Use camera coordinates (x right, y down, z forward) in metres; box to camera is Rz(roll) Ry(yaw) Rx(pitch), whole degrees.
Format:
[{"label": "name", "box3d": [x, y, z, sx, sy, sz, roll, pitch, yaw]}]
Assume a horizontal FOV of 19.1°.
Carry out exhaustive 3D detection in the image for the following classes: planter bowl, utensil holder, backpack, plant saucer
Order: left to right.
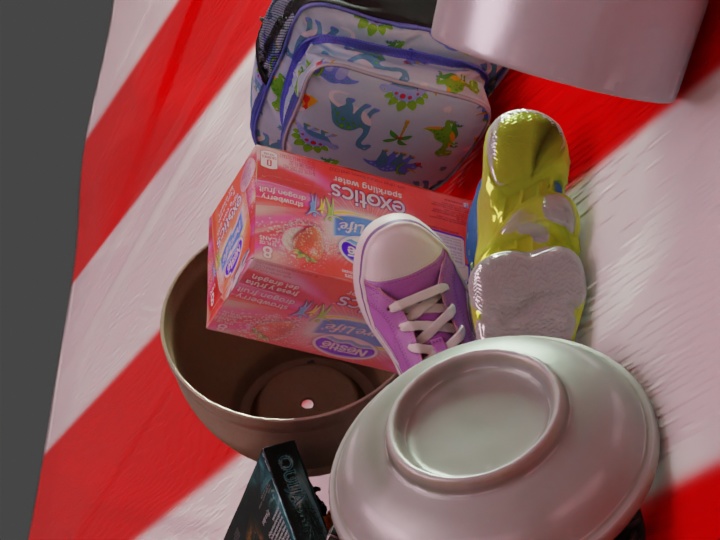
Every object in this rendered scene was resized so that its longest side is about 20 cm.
[{"label": "planter bowl", "box3d": [-0.044, 0.074, 1.645, 0.135, 0.200, 0.200, 82, -176, -50]}, {"label": "backpack", "box3d": [0.006, -0.140, 1.609, 0.200, 0.183, 0.147, 121, 157, -55]}, {"label": "plant saucer", "box3d": [0.072, 0.099, 1.244, 0.200, 0.200, 0.050, -100, -8, -51]}, {"label": "utensil holder", "box3d": [0.141, -0.218, 1.287, 0.170, 0.170, 0.200, -131, 54, -68]}]

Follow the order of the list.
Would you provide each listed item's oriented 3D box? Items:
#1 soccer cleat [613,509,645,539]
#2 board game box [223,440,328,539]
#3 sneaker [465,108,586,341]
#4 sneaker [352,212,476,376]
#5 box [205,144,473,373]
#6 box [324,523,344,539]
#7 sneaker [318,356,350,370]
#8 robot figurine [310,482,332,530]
[{"label": "soccer cleat", "box3d": [0.123, 0.143, 1.274, 0.200, 0.068, 0.073, -105, 10, -50]}, {"label": "board game box", "box3d": [-0.056, 0.225, 1.569, 0.200, 0.028, 0.135, 115, 138, -60]}, {"label": "sneaker", "box3d": [0.106, -0.001, 1.420, 0.105, 0.076, 0.200, 103, 174, -65]}, {"label": "sneaker", "box3d": [0.060, 0.062, 1.399, 0.114, 0.073, 0.201, -138, 26, -70]}, {"label": "box", "box3d": [0.000, 0.000, 1.500, 0.095, 0.200, 0.103, 127, 149, -47]}, {"label": "box", "box3d": [-0.021, 0.234, 1.353, 0.200, 0.049, 0.160, -11, -57, -87]}, {"label": "sneaker", "box3d": [-0.038, 0.016, 1.804, 0.200, 0.077, 0.078, -99, 30, -46]}, {"label": "robot figurine", "box3d": [-0.011, 0.220, 1.577, 0.200, 0.058, 0.145, 174, 85, -71]}]
